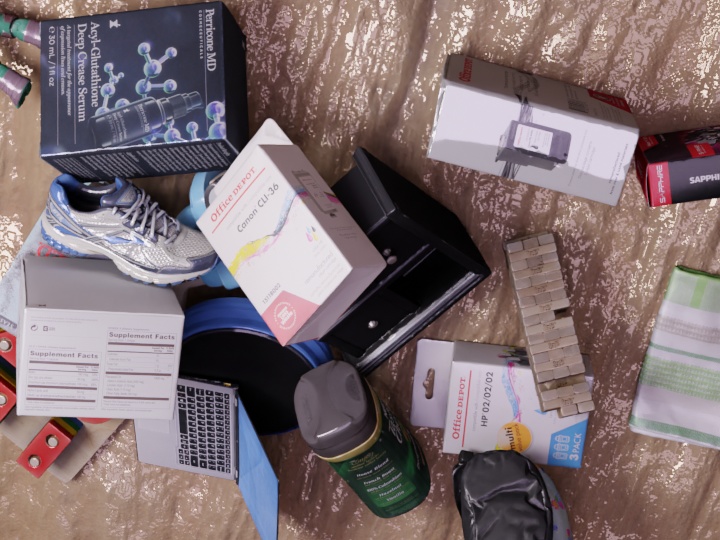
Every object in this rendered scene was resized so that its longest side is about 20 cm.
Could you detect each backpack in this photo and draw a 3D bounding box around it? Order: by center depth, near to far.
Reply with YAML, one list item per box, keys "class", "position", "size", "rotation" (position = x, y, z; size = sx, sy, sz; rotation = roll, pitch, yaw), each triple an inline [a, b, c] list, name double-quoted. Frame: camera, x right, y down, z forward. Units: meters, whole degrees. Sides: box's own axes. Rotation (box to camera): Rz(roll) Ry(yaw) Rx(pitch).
- class: "backpack"
  position: [0.175, 0.300, 1.392]
  size: [0.126, 0.200, 0.168]
  rotation: [-5, 63, 12]

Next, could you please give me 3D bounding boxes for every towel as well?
- class: "towel"
  position: [0.394, 0.105, 1.387]
  size: [0.148, 0.031, 0.202]
  rotation: [11, 109, 2]

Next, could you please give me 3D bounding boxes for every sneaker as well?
- class: "sneaker"
  position: [-0.240, -0.047, 1.291]
  size: [0.198, 0.077, 0.086]
  rotation: [14, 128, 4]

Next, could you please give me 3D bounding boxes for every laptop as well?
- class: "laptop"
  position: [-0.178, 0.224, 1.407]
  size: [0.198, 0.116, 0.188]
  rotation: [10, 137, 4]

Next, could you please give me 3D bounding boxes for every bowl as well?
- class: "bowl"
  position: [-0.128, 0.115, 1.401]
  size: [0.199, 0.040, 0.202]
  rotation: [5, 134, 5]

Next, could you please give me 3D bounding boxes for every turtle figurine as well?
- class: "turtle figurine"
  position: [-0.436, -0.264, 1.330]
  size: [0.199, 0.101, 0.150]
  rotation: [27, 109, -9]

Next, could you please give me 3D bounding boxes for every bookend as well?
- class: "bookend"
  position: [0.000, 0.000, 1.306]
  size: [0.198, 0.092, 0.200]
  rotation: [-40, 143, 15]

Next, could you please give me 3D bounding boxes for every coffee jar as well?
- class: "coffee jar"
  position: [0.002, 0.187, 1.374]
  size: [0.085, 0.105, 0.200]
  rotation: [-27, 138, 10]

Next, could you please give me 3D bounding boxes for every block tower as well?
- class: "block tower"
  position: [0.201, 0.058, 1.336]
  size: [0.054, 0.058, 0.202]
  rotation: [-13, 80, 1]

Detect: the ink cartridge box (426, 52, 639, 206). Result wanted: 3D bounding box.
- class: "ink cartridge box"
  position: [0.172, -0.147, 1.269]
  size: [0.198, 0.145, 0.084]
  rotation: [15, 112, 1]

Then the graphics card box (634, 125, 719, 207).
- class: "graphics card box"
  position: [0.385, -0.115, 1.266]
  size: [0.198, 0.126, 0.051]
  rotation: [-6, 107, 9]

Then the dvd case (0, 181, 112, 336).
- class: "dvd case"
  position: [-0.312, 0.001, 1.397]
  size: [0.145, 0.022, 0.201]
  rotation: [32, 88, -9]

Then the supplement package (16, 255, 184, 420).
- class: "supplement package"
  position: [-0.274, 0.065, 1.284]
  size: [0.154, 0.200, 0.112]
  rotation: [3, 105, -17]

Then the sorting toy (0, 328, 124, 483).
- class: "sorting toy"
  position: [-0.372, 0.133, 1.462]
  size: [0.200, 0.070, 0.199]
  rotation: [41, 107, -7]

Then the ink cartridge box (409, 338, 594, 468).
- class: "ink cartridge box"
  position: [0.156, 0.149, 1.407]
  size: [0.198, 0.068, 0.116]
  rotation: [6, 108, 4]

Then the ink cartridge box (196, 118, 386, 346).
- class: "ink cartridge box"
  position: [-0.081, -0.042, 1.215]
  size: [0.117, 0.067, 0.200]
  rotation: [-48, 69, 27]

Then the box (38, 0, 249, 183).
- class: "box"
  position: [-0.223, -0.182, 1.295]
  size: [0.198, 0.107, 0.150]
  rotation: [-5, 78, 7]

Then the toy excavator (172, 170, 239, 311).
- class: "toy excavator"
  position: [-0.170, -0.014, 1.390]
  size: [0.199, 0.100, 0.196]
  rotation: [-14, 107, 25]
